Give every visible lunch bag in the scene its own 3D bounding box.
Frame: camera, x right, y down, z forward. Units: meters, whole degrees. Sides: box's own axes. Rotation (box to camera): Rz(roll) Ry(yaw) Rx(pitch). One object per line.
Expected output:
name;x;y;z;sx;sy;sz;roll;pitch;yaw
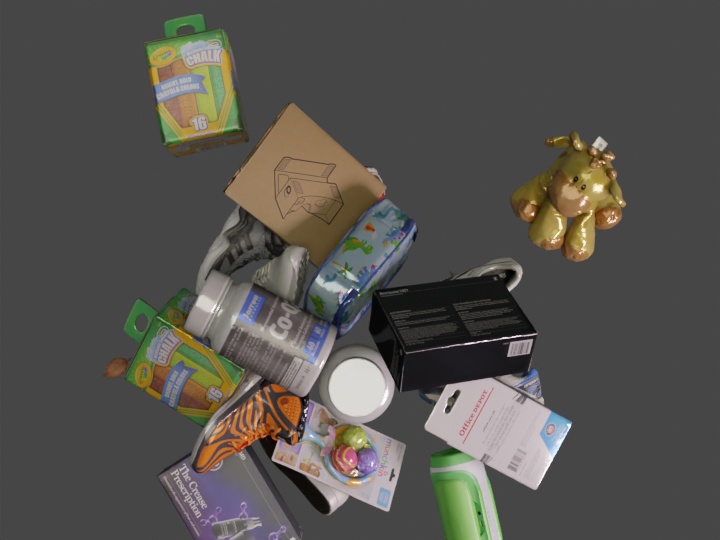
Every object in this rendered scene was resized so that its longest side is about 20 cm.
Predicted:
lunch bag;0.000;0.000;1.661;0.082;0.161;0.200;36;67;8

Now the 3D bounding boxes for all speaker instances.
speaker;0.163;0.374;1.701;0.087;0.088;0.202;-12;88;-1

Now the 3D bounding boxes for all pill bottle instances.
pill bottle;-0.006;0.166;1.649;0.111;0.200;0.114;0;88;0
pill bottle;-0.143;0.086;1.583;0.198;0.114;0.115;28;88;-6

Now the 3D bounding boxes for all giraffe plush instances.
giraffe plush;0.332;-0.125;1.680;0.171;0.162;0.202;24;88;1

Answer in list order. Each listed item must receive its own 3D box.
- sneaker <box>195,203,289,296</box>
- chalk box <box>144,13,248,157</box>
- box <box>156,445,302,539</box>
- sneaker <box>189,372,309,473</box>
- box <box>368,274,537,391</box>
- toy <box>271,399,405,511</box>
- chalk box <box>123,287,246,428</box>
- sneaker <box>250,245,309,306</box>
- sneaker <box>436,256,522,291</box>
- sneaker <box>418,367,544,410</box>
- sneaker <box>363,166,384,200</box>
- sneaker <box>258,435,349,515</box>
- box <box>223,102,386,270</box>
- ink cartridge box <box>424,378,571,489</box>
sneaker;-0.167;-0.025;1.716;0.113;0.075;0.201;30;86;3
chalk box;-0.251;-0.290;1.694;0.123;0.124;0.202;-12;88;-1
box;-0.198;0.358;1.704;0.140;0.079;0.201;-32;89;-4
sneaker;-0.152;0.233;1.615;0.112;0.078;0.200;37;81;16
box;0.128;0.086;1.579;0.198;0.142;0.080;-7;130;-17
toy;-0.024;0.269;1.681;0.198;0.047;0.116;24;58;-9
chalk box;-0.265;0.119;1.669;0.199;0.124;0.125;30;113;0
sneaker;-0.126;0.021;1.660;0.080;0.201;0.077;24;58;2
sneaker;0.160;0.037;1.713;0.199;0.089;0.075;-32;90;0
sneaker;0.186;0.177;1.721;0.197;0.077;0.086;5;82;-9
sneaker;-0.048;-0.099;1.695;0.198;0.077;0.086;-18;85;-22
sneaker;-0.086;0.278;1.723;0.084;0.073;0.200;-33;78;-36
box;-0.079;-0.119;1.637;0.200;0.021;0.164;39;82;-24
ink cartridge box;0.195;0.222;1.646;0.199;0.067;0.117;29;92;-11
